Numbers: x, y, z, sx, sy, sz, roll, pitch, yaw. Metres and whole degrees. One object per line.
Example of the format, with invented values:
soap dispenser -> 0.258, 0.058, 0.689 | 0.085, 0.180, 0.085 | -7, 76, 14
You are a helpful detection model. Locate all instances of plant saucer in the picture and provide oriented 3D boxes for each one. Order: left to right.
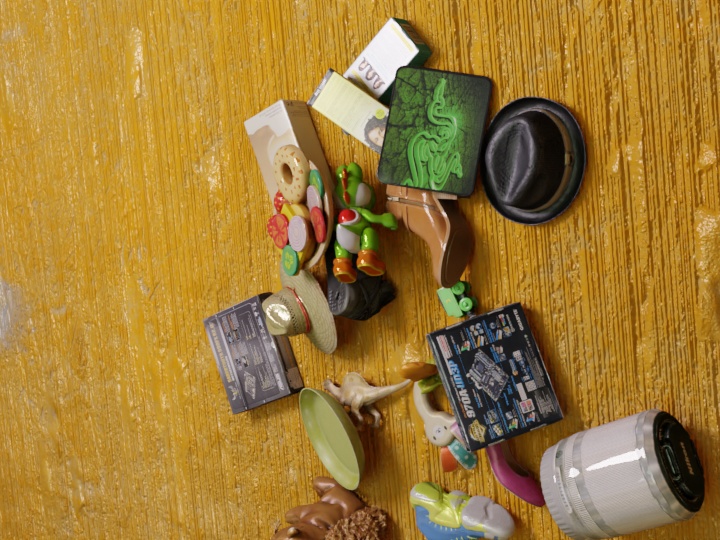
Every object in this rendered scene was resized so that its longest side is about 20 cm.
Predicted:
plant saucer -> -0.046, 0.296, 1.777 | 0.200, 0.031, 0.200 | 45, 148, 37

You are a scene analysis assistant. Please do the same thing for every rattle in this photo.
rattle -> 0.129, 0.248, 1.638 | 0.130, 0.143, 0.201 | 6, 93, 15

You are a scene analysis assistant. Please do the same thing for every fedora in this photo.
fedora -> 0.248, -0.168, 1.528 | 0.200, 0.092, 0.201 | 4, 98, 34

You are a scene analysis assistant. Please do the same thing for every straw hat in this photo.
straw hat -> -0.130, 0.077, 1.769 | 0.201, 0.085, 0.201 | 46, 150, 38

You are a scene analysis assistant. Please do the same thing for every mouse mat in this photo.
mouse mat -> 0.119, -0.226, 1.593 | 0.161, 0.008, 0.200 | 9, 86, 9

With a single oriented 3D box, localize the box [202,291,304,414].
box -> -0.207, 0.161, 1.907 | 0.158, 0.048, 0.200 | -24, 81, 35

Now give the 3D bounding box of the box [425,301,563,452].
box -> 0.211, 0.168, 1.568 | 0.159, 0.046, 0.200 | -19, 83, -6

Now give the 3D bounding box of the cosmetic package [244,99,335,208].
cosmetic package -> -0.125, -0.197, 1.794 | 0.105, 0.071, 0.200 | -26, 81, 34

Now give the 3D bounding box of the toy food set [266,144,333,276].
toy food set -> -0.106, -0.098, 1.682 | 0.198, 0.049, 0.200 | 55, 136, 38

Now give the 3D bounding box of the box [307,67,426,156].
box -> 0.013, -0.250, 1.645 | 0.200, 0.050, 0.075 | 35, 102, 10

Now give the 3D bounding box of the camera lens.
camera lens -> 0.386, 0.301, 1.449 | 0.200, 0.160, 0.160 | -26, 81, 33

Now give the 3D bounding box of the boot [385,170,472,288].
boot -> 0.107, -0.073, 1.651 | 0.155, 0.074, 0.201 | 4, 87, 41

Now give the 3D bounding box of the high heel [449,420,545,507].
high heel -> 0.244, 0.287, 1.603 | 0.200, 0.067, 0.096 | 45, 103, 11

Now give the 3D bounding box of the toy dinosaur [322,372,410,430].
toy dinosaur -> 0.002, 0.231, 1.767 | 0.200, 0.058, 0.101 | -4, 92, 35

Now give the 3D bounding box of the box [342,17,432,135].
box -> 0.026, -0.328, 1.689 | 0.200, 0.049, 0.082 | -46, 71, 29

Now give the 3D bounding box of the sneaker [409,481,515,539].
sneaker -> 0.172, 0.431, 1.674 | 0.200, 0.076, 0.105 | 17, 117, 39

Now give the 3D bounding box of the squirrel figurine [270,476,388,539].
squirrel figurine -> -0.057, 0.470, 1.757 | 0.200, 0.187, 0.142 | 5, 98, 34

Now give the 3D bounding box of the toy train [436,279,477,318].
toy train -> 0.185, 0.108, 1.632 | 0.056, 0.042, 0.200 | -28, 79, 22

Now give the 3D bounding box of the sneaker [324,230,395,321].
sneaker -> 0.000, 0.000, 1.739 | 0.076, 0.114, 0.200 | -30, 51, 38

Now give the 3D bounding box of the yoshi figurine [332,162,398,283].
yoshi figurine -> -0.002, -0.080, 1.672 | 0.112, 0.112, 0.200 | 132, 138, -63
